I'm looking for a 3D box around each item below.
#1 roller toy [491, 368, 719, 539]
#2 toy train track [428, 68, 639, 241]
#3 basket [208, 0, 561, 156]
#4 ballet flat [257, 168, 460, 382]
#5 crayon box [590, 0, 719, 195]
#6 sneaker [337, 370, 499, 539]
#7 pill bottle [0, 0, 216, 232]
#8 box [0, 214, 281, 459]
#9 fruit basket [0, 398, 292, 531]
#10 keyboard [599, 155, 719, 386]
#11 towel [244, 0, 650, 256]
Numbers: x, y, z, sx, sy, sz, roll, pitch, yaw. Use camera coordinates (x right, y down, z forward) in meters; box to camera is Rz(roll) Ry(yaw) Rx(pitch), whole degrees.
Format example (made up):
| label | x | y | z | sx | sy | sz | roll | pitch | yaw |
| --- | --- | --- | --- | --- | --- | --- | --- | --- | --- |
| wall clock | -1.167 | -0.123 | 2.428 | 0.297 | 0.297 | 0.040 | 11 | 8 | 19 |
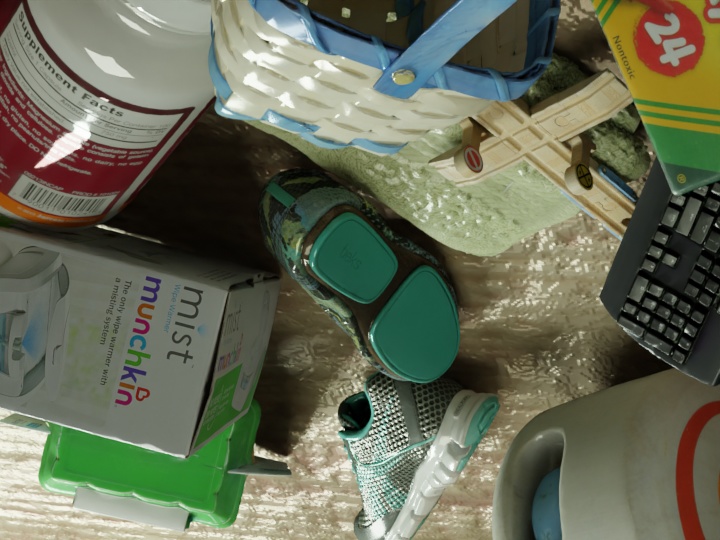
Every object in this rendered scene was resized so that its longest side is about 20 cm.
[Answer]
| label | x | y | z | sx | sy | sz | roll | pitch | yaw |
| --- | --- | --- | --- | --- | --- | --- | --- | --- | --- |
| roller toy | 0.175 | 0.157 | 0.923 | 0.140 | 0.200 | 0.183 | -24 | 94 | 42 |
| toy train track | 0.109 | -0.035 | 0.767 | 0.200 | 0.033 | 0.115 | 34 | 139 | -30 |
| basket | 0.019 | -0.149 | 0.600 | 0.139 | 0.177 | 0.200 | 11 | 154 | -19 |
| ballet flat | 0.000 | 0.000 | 0.887 | 0.074 | 0.074 | 0.200 | 0 | 153 | 23 |
| crayon box | 0.189 | -0.122 | 0.609 | 0.200 | 0.051 | 0.127 | -23 | 93 | 41 |
| sneaker | 0.022 | 0.119 | 1.044 | 0.091 | 0.078 | 0.200 | 33 | 141 | 5 |
| pill bottle | -0.121 | -0.109 | 0.752 | 0.113 | 0.113 | 0.200 | 30 | 142 | -17 |
| box | -0.148 | 0.026 | 0.878 | 0.176 | 0.097 | 0.200 | 15 | -178 | 3 |
| fruit basket | -0.139 | 0.122 | 1.045 | 0.185 | 0.094 | 0.200 | 13 | 170 | -4 |
| keyboard | 0.193 | -0.030 | 0.710 | 0.127 | 0.021 | 0.200 | 29 | 123 | 19 |
| towel | 0.034 | -0.080 | 0.790 | 0.200 | 0.037 | 0.148 | 32 | 141 | -19 |
